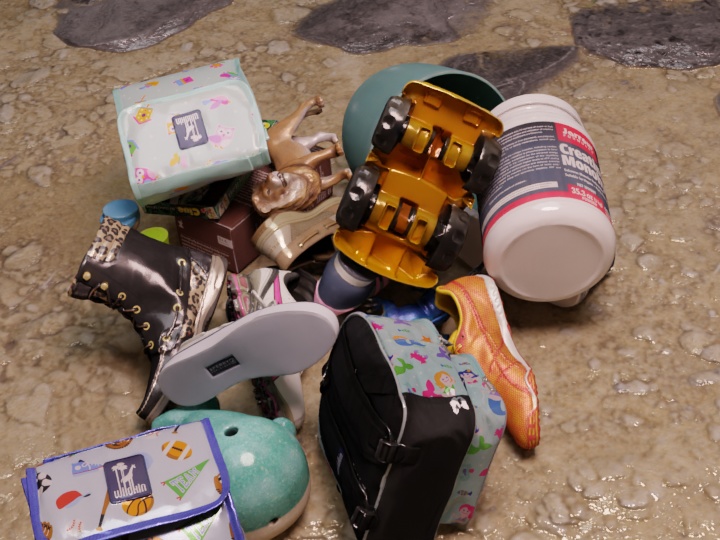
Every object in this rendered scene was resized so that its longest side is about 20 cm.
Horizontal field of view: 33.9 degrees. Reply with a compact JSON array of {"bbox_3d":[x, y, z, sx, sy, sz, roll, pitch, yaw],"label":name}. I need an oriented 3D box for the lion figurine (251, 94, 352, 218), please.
[{"bbox_3d":[-0.082,-0.135,1.440,0.121,0.073,0.201,-22,33,2],"label":"lion figurine"}]

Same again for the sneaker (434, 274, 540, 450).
[{"bbox_3d":[0.129,0.098,1.205,0.076,0.073,0.201,-16,55,-10],"label":"sneaker"}]

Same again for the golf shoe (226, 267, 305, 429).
[{"bbox_3d":[-0.082,0.076,1.252,0.091,0.073,0.202,-10,55,-13],"label":"golf shoe"}]

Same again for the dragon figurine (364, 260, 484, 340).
[{"bbox_3d":[0.069,0.060,1.286,0.198,0.059,0.100,-20,40,-17],"label":"dragon figurine"}]

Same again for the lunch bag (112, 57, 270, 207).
[{"bbox_3d":[-0.196,-0.157,1.382,0.168,0.123,0.201,-15,30,-5],"label":"lunch bag"}]

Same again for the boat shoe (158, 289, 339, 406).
[{"bbox_3d":[-0.104,0.067,1.165,0.200,0.075,0.086,-26,24,25],"label":"boat shoe"}]

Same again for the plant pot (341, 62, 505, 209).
[{"bbox_3d":[0.066,-0.166,1.470,0.199,0.203,0.161,-20,29,-18],"label":"plant pot"}]

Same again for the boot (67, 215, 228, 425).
[{"bbox_3d":[-0.237,0.048,1.249,0.149,0.073,0.202,25,67,-12],"label":"boot"}]

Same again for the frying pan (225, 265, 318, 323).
[{"bbox_3d":[-0.106,0.071,1.316,0.113,0.031,0.191,11,52,13],"label":"frying pan"}]

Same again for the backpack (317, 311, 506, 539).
[{"bbox_3d":[0.037,0.138,1.102,0.149,0.179,0.200,3,28,-26],"label":"backpack"}]

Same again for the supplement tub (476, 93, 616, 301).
[{"bbox_3d":[0.195,-0.081,1.282,0.138,0.141,0.202,-3,47,2],"label":"supplement tub"}]

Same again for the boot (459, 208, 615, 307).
[{"bbox_3d":[0.195,-0.030,1.385,0.199,0.073,0.090,32,46,26],"label":"boot"}]

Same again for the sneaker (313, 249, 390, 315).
[{"bbox_3d":[0.000,0.000,1.357,0.070,0.082,0.200,42,24,10],"label":"sneaker"}]

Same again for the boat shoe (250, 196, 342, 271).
[{"bbox_3d":[-0.046,-0.036,1.395,0.065,0.072,0.199,46,34,18],"label":"boat shoe"}]

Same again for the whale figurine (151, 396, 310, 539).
[{"bbox_3d":[-0.133,0.172,1.134,0.158,0.105,0.200,-25,40,-22],"label":"whale figurine"}]

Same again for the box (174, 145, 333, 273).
[{"bbox_3d":[-0.131,-0.090,1.490,0.099,0.076,0.200,22,44,30],"label":"box"}]

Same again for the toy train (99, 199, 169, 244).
[{"bbox_3d":[-0.224,0.003,1.346,0.084,0.117,0.199,-32,45,-30],"label":"toy train"}]

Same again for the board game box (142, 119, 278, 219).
[{"bbox_3d":[-0.183,-0.131,1.473,0.103,0.024,0.201,3,38,22],"label":"board game box"}]

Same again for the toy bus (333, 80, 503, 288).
[{"bbox_3d":[0.063,-0.107,1.296,0.134,0.202,0.192,24,15,-4],"label":"toy bus"}]

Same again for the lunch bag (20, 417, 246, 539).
[{"bbox_3d":[-0.178,0.237,0.979,0.168,0.124,0.202,-13,74,-14],"label":"lunch bag"}]
